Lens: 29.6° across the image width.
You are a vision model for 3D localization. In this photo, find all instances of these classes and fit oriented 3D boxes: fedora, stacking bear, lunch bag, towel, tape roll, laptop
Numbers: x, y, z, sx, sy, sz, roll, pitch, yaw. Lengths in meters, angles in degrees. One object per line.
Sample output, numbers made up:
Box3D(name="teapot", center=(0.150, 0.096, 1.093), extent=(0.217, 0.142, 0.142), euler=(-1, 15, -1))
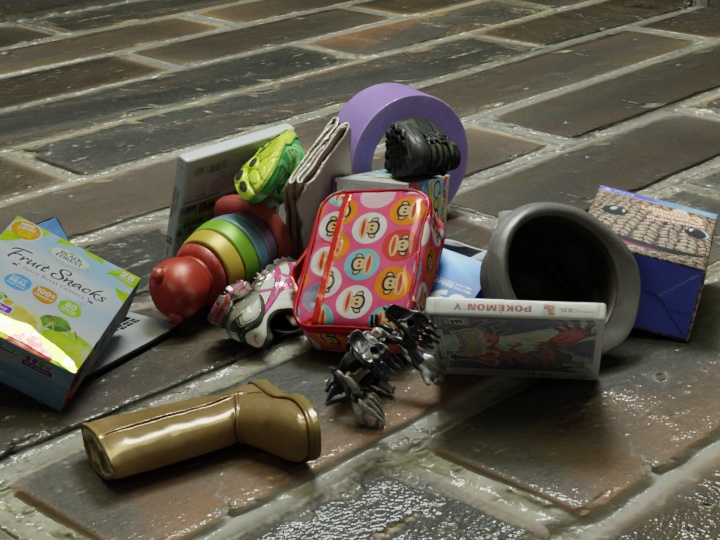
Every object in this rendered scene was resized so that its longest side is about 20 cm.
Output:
Box3D(name="fedora", center=(0.216, 0.016, 1.569), extent=(0.199, 0.178, 0.090), euler=(17, -18, -23))
Box3D(name="stacking bear", center=(-0.187, -0.004, 1.708), extent=(0.113, 0.122, 0.200), euler=(-4, 21, 39))
Box3D(name="lunch bag", center=(0.000, 0.000, 1.618), extent=(0.175, 0.082, 0.201), euler=(1, 59, 22))
Box3D(name="towel", center=(-0.052, -0.098, 1.793), extent=(0.034, 0.201, 0.133), euler=(27, 64, 15))
Box3D(name="tape roll", center=(0.054, -0.168, 1.995), extent=(0.198, 0.202, 0.085), euler=(-12, 24, -26))
Box3D(name="laptop", center=(-0.355, 0.033, 1.630), extent=(0.199, 0.117, 0.187), euler=(12, 26, 31))

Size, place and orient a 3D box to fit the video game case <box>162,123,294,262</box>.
Box3D(name="video game case", center=(-0.181, -0.099, 1.862), extent=(0.023, 0.183, 0.199), euler=(35, 38, 29))

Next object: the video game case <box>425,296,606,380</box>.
Box3D(name="video game case", center=(0.166, 0.075, 1.447), extent=(0.180, 0.023, 0.200), euler=(2, -22, 8))

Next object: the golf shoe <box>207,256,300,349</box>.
Box3D(name="golf shoe", center=(-0.106, 0.046, 1.666), extent=(0.092, 0.073, 0.200), euler=(37, 28, 9))

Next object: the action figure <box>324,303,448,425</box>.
Box3D(name="action figure", center=(0.025, 0.105, 1.446), extent=(0.119, 0.102, 0.200), euler=(-40, -7, -16))

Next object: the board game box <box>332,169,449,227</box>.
Box3D(name="board game box", center=(0.043, -0.077, 1.839), extent=(0.104, 0.104, 0.200), euler=(6, 9, 19))

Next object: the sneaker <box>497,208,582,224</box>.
Box3D(name="sneaker", center=(0.230, -0.028, 1.737), extent=(0.075, 0.106, 0.200), euler=(0, 0, -15))

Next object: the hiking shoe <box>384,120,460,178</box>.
Box3D(name="hiking shoe", center=(0.087, -0.162, 1.813), extent=(0.100, 0.077, 0.200), euler=(0, 8, -4))

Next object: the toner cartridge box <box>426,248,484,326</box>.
Box3D(name="toner cartridge box", center=(0.059, 0.010, 1.670), extent=(0.199, 0.043, 0.095), euler=(20, 58, 26))

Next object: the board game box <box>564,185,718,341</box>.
Box3D(name="board game box", center=(0.350, -0.013, 1.692), extent=(0.158, 0.098, 0.200), euler=(15, 25, 12))

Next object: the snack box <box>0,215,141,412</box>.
Box3D(name="snack box", center=(-0.365, 0.044, 1.542), extent=(0.168, 0.068, 0.200), euler=(26, 33, -3))

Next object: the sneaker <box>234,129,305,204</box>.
Box3D(name="sneaker", center=(-0.102, -0.126, 1.764), extent=(0.074, 0.084, 0.200), euler=(-33, 10, 21))

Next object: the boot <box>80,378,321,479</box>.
Box3D(name="boot", center=(-0.157, 0.170, 1.352), extent=(0.198, 0.067, 0.175), euler=(-12, 12, -26))

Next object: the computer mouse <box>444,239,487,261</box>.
Box3D(name="computer mouse", center=(0.160, 0.009, 1.712), extent=(0.199, 0.110, 0.044), euler=(16, 66, 52))
